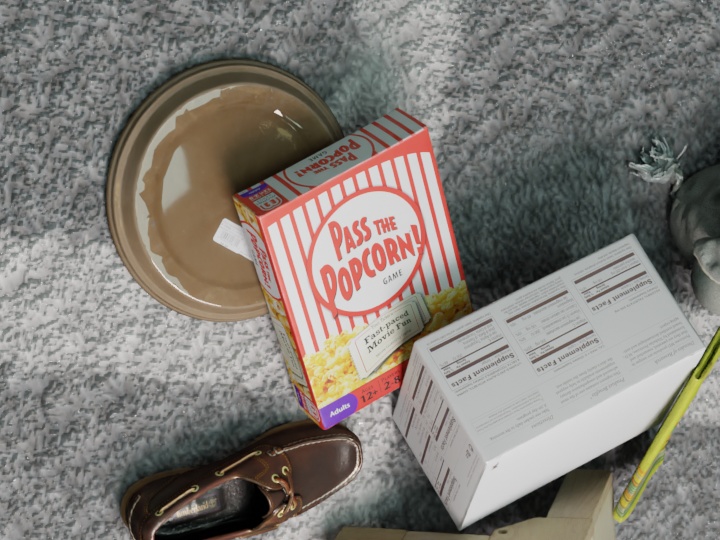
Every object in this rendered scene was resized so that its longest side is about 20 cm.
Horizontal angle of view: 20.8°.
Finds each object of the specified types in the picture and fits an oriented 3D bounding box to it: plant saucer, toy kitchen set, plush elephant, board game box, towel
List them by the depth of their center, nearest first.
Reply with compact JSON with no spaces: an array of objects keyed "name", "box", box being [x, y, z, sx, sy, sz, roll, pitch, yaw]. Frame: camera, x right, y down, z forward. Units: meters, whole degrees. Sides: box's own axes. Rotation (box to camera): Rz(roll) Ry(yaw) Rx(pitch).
[{"name":"plant saucer","box":[-0.093,-0.057,1.477,0.198,0.029,0.202,-6,104,-23]},{"name":"board game box","box":[0.000,0.000,1.492,0.151,0.046,0.201,-29,125,-18]},{"name":"towel","box":[0.255,0.122,1.584,0.018,0.201,0.086,29,49,9]},{"name":"plush elephant","box":[0.330,-0.039,1.593,0.199,0.155,0.166,30,89,-26]},{"name":"toy kitchen set","box":[0.099,0.271,1.608,0.198,0.180,0.165,1,108,17]}]

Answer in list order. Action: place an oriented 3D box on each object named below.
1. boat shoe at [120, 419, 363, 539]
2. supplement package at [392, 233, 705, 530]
[{"name":"boat shoe","box":[-0.083,0.172,1.508,0.198,0.070,0.071,-20,107,-20]},{"name":"supplement package","box":[0.142,0.089,1.524,0.199,0.156,0.111,-25,69,-16]}]
